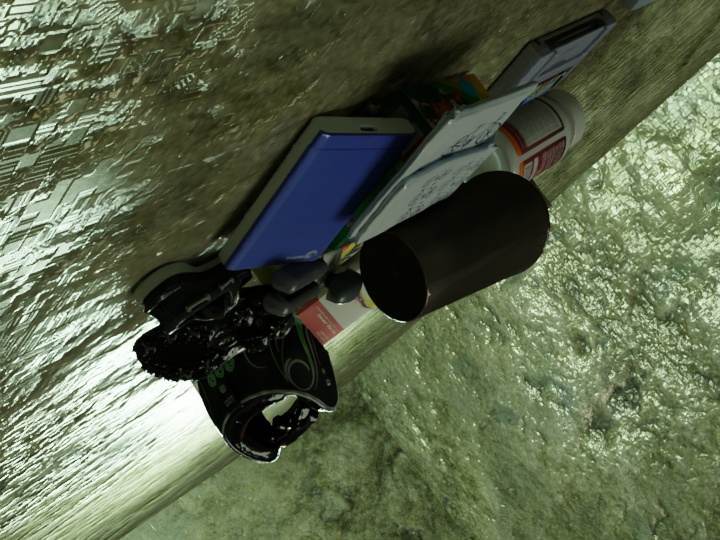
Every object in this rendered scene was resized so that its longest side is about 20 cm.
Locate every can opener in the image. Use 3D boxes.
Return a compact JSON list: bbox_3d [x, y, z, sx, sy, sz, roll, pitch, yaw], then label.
[{"bbox_3d":[-0.045,0.015,1.134,0.200,0.066,0.054,-33,145,-71],"label":"can opener"}]

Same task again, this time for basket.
[{"bbox_3d":[0.106,-0.025,1.218,0.199,0.137,0.180,-25,178,-40],"label":"basket"}]

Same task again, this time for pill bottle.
[{"bbox_3d":[0.236,-0.190,1.453,0.199,0.110,0.110,-32,170,-38],"label":"pill bottle"}]

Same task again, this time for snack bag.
[{"bbox_3d":[0.092,-0.115,1.046,0.188,0.021,0.200,-27,164,-47],"label":"snack bag"}]

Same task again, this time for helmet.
[{"bbox_3d":[-0.134,0.148,1.406,0.197,0.192,0.202,-9,134,-10],"label":"helmet"}]

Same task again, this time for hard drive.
[{"bbox_3d":[-0.045,-0.076,1.008,0.131,0.026,0.200,-8,148,-45],"label":"hard drive"}]

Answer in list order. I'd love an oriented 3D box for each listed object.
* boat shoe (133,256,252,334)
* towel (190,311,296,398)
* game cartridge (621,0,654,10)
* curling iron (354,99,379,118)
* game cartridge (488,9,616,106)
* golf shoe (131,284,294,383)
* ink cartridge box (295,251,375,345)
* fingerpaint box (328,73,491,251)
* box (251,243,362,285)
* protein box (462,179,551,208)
[{"bbox_3d":[-0.166,0.027,1.062,0.076,0.061,0.200,-42,171,25],"label":"boat shoe"},{"bbox_3d":[-0.167,0.150,1.574,0.199,0.048,0.172,-31,155,-9],"label":"towel"},{"bbox_3d":[0.420,-0.419,1.271,0.133,0.042,0.200,-25,165,-42],"label":"game cartridge"},{"bbox_3d":[-0.042,-0.101,1.027,0.200,0.026,0.049,-44,167,32],"label":"curling iron"},{"bbox_3d":[0.250,-0.274,1.331,0.199,0.038,0.130,-31,165,-41],"label":"game cartridge"},{"bbox_3d":[-0.166,0.069,1.166,0.198,0.079,0.095,-16,-162,10],"label":"golf shoe"},{"bbox_3d":[0.000,0.000,1.402,0.199,0.068,0.117,-36,-153,8],"label":"ink cartridge box"},{"bbox_3d":[0.050,-0.123,1.137,0.200,0.074,0.166,-44,170,35],"label":"fingerpaint box"},{"bbox_3d":[-0.057,-0.028,1.267,0.075,0.050,0.200,-41,171,26],"label":"box"},{"bbox_3d":[0.192,-0.096,1.672,0.200,0.135,0.198,-41,171,18],"label":"protein box"}]
